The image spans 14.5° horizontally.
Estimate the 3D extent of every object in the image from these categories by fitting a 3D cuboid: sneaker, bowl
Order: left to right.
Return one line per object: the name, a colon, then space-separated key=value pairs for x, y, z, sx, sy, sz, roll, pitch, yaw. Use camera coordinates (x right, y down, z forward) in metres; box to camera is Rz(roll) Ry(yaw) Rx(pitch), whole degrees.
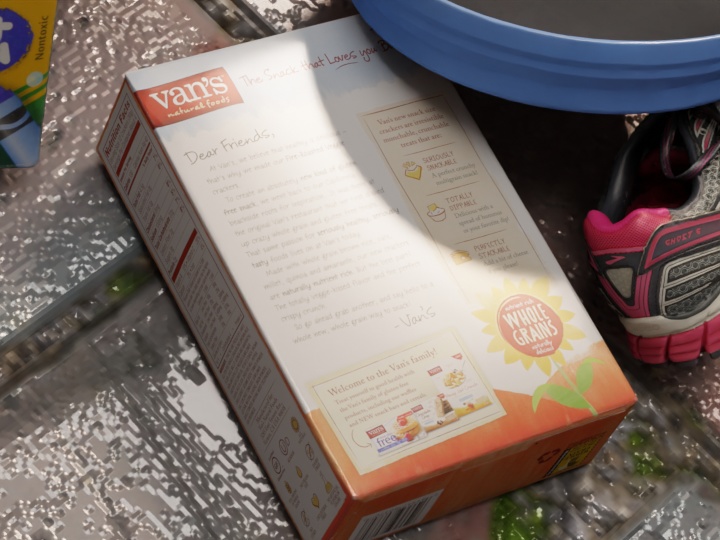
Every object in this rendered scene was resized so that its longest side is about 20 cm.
bowl: x=0.087 y=-0.128 z=1.163 sx=0.200 sy=0.039 sz=0.201 roll=6 pitch=35 yaw=-4
sneaker: x=0.152 y=-0.055 z=1.168 sx=0.075 sy=0.080 sz=0.200 roll=55 pitch=44 yaw=-33

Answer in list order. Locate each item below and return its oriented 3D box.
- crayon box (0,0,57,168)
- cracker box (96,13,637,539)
crayon box: x=-0.215 y=-0.095 z=1.054 sx=0.200 sy=0.126 sz=0.052 roll=-5 pitch=40 yaw=-21
cracker box: x=0.000 y=0.000 z=1.111 sx=0.134 sy=0.058 sz=0.200 roll=-16 pitch=66 yaw=-28
